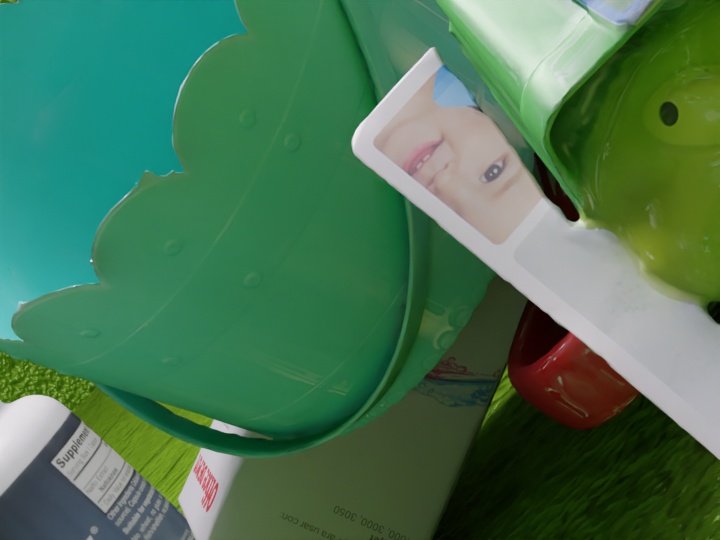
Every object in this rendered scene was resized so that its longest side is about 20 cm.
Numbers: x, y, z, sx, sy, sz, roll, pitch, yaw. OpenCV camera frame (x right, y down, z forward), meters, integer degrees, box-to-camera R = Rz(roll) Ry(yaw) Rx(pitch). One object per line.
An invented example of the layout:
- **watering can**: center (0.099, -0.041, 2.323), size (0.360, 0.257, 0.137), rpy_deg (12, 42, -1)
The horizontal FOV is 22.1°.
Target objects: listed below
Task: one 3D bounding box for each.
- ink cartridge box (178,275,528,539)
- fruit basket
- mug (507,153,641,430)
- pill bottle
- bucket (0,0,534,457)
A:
- **ink cartridge box**: center (0.005, 0.030, 0.744), size (0.145, 0.085, 0.200), rpy_deg (178, 115, -81)
- **fruit basket**: center (0.119, -0.044, 0.402), size (0.185, 0.094, 0.200), rpy_deg (-46, 52, -3)
- **mug**: center (0.103, -0.042, 0.584), size (0.177, 0.134, 0.200), rpy_deg (-23, 0, -9)
- **pill bottle**: center (-0.163, 0.133, 0.907), size (0.120, 0.200, 0.120), rpy_deg (-46, 7, 7)
- **bucket**: center (-0.047, -0.043, 0.622), size (0.207, 0.135, 0.207), rpy_deg (-35, 42, 39)
